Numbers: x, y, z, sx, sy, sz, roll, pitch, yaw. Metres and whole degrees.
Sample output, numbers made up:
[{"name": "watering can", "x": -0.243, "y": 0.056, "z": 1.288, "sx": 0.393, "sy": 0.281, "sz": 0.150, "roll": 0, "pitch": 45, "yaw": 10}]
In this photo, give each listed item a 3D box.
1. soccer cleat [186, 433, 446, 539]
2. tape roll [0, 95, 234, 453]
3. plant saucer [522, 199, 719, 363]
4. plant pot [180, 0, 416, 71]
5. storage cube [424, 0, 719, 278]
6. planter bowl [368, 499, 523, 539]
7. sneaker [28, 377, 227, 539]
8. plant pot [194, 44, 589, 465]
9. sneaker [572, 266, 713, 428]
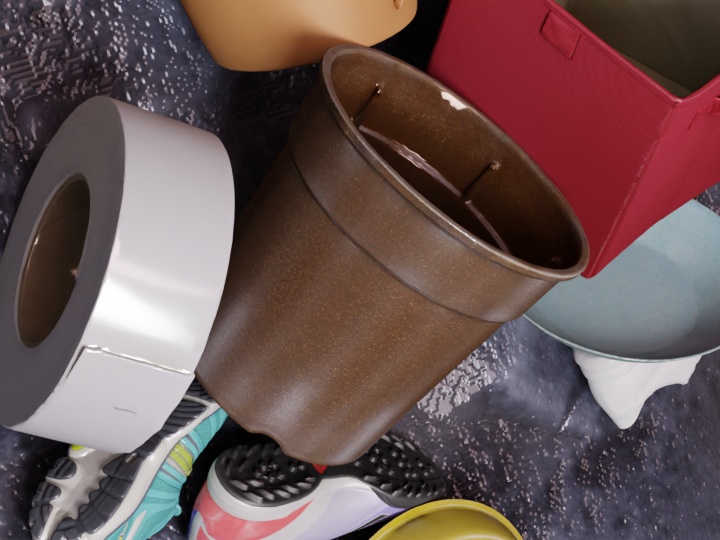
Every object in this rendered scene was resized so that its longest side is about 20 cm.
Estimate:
[{"name": "soccer cleat", "x": -0.029, "y": 0.152, "z": 1.156, "sx": 0.200, "sy": 0.073, "sz": 0.068, "roll": 0, "pitch": 42, "yaw": -44}, {"name": "tape roll", "x": -0.149, "y": 0.003, "z": 1.013, "sx": 0.071, "sy": 0.202, "sz": 0.203, "roll": 18, "pitch": 77, "yaw": -28}, {"name": "plant saucer", "x": 0.184, "y": 0.006, "z": 1.243, "sx": 0.201, "sy": 0.201, "sz": 0.039, "roll": -21, "pitch": 140, "yaw": -29}, {"name": "plant pot", "x": -0.045, "y": -0.215, "z": 1.106, "sx": 0.200, "sy": 0.200, "sz": 0.140, "roll": -26, "pitch": 115, "yaw": -28}, {"name": "storage cube", "x": 0.166, "y": -0.136, "z": 1.143, "sx": 0.200, "sy": 0.180, "sz": 0.171, "roll": 43, "pitch": 55, "yaw": 18}, {"name": "planter bowl", "x": 0.071, "y": 0.260, "z": 1.157, "sx": 0.200, "sy": 0.083, "sz": 0.201, "roll": -9, "pitch": 105, "yaw": -36}, {"name": "sneaker", "x": -0.136, "y": 0.117, "z": 1.096, "sx": 0.200, "sy": 0.077, "sz": 0.080, "roll": -50, "pitch": 147, "yaw": -32}, {"name": "plant pot", "x": 0.000, "y": 0.000, "z": 1.067, "sx": 0.200, "sy": 0.200, "sz": 0.198, "roll": 30, "pitch": 116, "yaw": -24}, {"name": "sneaker", "x": 0.243, "y": 0.039, "z": 1.316, "sx": 0.200, "sy": 0.075, "sz": 0.089, "roll": -38, "pitch": 119, "yaw": -23}]
